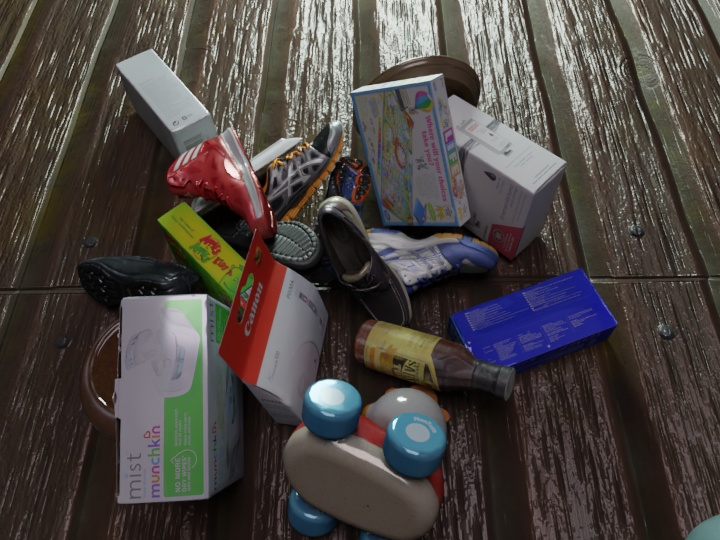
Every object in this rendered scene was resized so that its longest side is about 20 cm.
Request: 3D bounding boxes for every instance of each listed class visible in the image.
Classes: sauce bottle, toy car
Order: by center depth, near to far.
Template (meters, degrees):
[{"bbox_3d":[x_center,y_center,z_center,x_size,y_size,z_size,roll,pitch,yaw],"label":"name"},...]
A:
[{"bbox_3d":[0.027,0.191,0.726,0.176,0.186,0.200,20,31,15],"label":"toy car"},{"bbox_3d":[0.089,0.112,0.780,0.198,0.066,0.066,12,57,29],"label":"sauce bottle"}]

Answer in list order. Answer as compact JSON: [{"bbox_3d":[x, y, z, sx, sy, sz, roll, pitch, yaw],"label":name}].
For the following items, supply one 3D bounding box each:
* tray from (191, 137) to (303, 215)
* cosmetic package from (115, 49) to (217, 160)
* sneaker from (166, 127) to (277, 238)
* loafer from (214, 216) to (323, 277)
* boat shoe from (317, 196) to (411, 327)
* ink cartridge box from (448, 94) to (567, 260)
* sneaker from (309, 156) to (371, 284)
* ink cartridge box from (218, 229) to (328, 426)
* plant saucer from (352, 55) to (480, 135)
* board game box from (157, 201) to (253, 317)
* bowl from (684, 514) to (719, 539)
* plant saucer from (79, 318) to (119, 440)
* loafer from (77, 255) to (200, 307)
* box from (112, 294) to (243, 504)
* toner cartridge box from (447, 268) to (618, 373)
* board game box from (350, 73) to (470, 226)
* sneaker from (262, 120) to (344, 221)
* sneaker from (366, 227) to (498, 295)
[{"bbox_3d":[-0.181,-0.142,0.959,0.200,0.107,0.022,-39,99,-20],"label":"tray"},{"bbox_3d":[-0.314,-0.263,1.040,0.074,0.102,0.200,-32,63,-18],"label":"cosmetic package"},{"bbox_3d":[-0.190,-0.100,0.855,0.115,0.079,0.201,-25,51,-4],"label":"sneaker"},{"bbox_3d":[-0.119,-0.025,0.869,0.199,0.072,0.073,18,51,42],"label":"loafer"},{"bbox_3d":[0.000,0.000,0.824,0.071,0.201,0.065,-24,11,20],"label":"boat shoe"},{"bbox_3d":[0.175,-0.134,0.909,0.200,0.147,0.083,39,62,24],"label":"ink cartridge box"},{"bbox_3d":[-0.031,-0.065,0.918,0.075,0.079,0.201,20,63,-3],"label":"sneaker"},{"bbox_3d":[-0.093,0.074,0.756,0.056,0.201,0.164,4,58,11],"label":"ink cartridge box"},{"bbox_3d":[0.087,-0.239,0.951,0.198,0.200,0.030,-11,65,-4],"label":"plant saucer"},{"bbox_3d":[-0.189,0.005,0.863,0.048,0.102,0.200,-39,64,-22],"label":"board game box"},{"bbox_3d":[0.432,0.334,0.628,0.199,0.105,0.202,-1,58,2],"label":"bowl"},{"bbox_3d":[-0.276,0.125,0.831,0.198,0.035,0.202,-1,58,2],"label":"plant saucer"},{"bbox_3d":[-0.309,0.014,0.876,0.199,0.069,0.070,7,25,28],"label":"loafer"},{"bbox_3d":[-0.194,0.138,0.700,0.096,0.177,0.202,-3,78,0],"label":"box"},{"bbox_3d":[0.225,0.074,0.837,0.198,0.043,0.096,-18,58,-9],"label":"toner cartridge box"},{"bbox_3d":[0.070,-0.159,0.878,0.134,0.202,0.034,5,30,39],"label":"board game box"},{"bbox_3d":[-0.096,-0.140,0.918,0.077,0.078,0.201,37,91,-15],"label":"sneaker"},{"bbox_3d":[0.090,-0.002,0.882,0.198,0.075,0.089,3,65,15],"label":"sneaker"}]
